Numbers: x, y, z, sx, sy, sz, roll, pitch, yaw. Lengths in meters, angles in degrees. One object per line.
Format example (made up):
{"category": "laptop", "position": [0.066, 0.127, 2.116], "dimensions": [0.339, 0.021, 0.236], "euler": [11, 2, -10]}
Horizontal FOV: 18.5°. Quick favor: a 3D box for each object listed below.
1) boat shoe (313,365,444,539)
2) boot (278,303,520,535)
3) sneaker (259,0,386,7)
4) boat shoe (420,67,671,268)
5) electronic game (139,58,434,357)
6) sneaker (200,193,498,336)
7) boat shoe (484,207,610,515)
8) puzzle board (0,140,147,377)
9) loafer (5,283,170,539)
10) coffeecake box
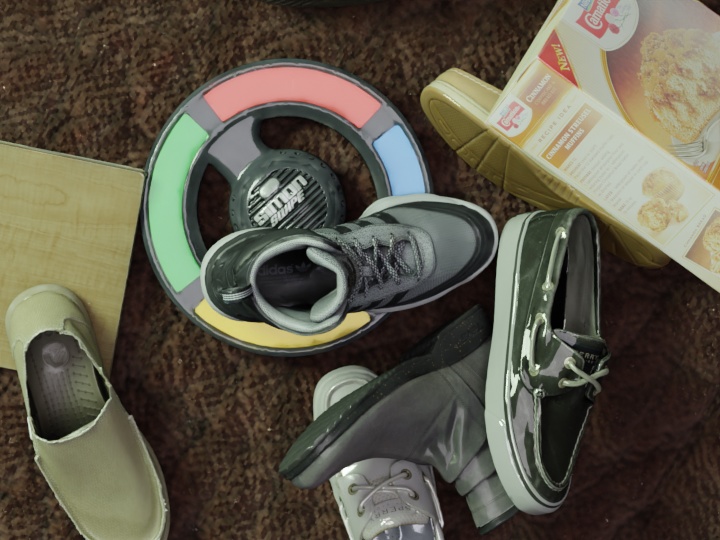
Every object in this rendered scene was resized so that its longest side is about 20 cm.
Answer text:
{"category": "boat shoe", "position": [0.022, 0.160, 1.484], "dimensions": [0.071, 0.069, 0.201], "euler": [-21, 92, 1]}
{"category": "boot", "position": [0.051, 0.120, 1.446], "dimensions": [0.200, 0.070, 0.132], "euler": [-34, 92, -32]}
{"category": "sneaker", "position": [0.010, -0.236, 1.471], "dimensions": [0.199, 0.075, 0.107], "euler": [-7, 88, -11]}
{"category": "boat shoe", "position": [0.135, -0.081, 1.483], "dimensions": [0.200, 0.074, 0.069], "euler": [34, 72, -3]}
{"category": "electronic game", "position": [-0.049, -0.042, 1.487], "dimensions": [0.199, 0.042, 0.201], "euler": [0, 93, -2]}
{"category": "sneaker", "position": [0.000, 0.000, 1.419], "dimensions": [0.199, 0.114, 0.076], "euler": [-10, 99, -8]}
{"category": "boat shoe", "position": [0.126, 0.057, 1.441], "dimensions": [0.071, 0.063, 0.201], "euler": [9, 77, -45]}
{"category": "puzzle board", "position": [-0.253, -0.014, 1.482], "dimensions": [0.199, 0.017, 0.151], "euler": [11, 103, -2]}
{"category": "loafer", "position": [-0.185, 0.109, 1.466], "dimensions": [0.075, 0.068, 0.201], "euler": [-23, 102, 3]}
{"category": "coffeecake box", "position": [0.201, -0.101, 1.436], "dimensions": [0.200, 0.154, 0.073], "euler": [35, 136, -3]}
